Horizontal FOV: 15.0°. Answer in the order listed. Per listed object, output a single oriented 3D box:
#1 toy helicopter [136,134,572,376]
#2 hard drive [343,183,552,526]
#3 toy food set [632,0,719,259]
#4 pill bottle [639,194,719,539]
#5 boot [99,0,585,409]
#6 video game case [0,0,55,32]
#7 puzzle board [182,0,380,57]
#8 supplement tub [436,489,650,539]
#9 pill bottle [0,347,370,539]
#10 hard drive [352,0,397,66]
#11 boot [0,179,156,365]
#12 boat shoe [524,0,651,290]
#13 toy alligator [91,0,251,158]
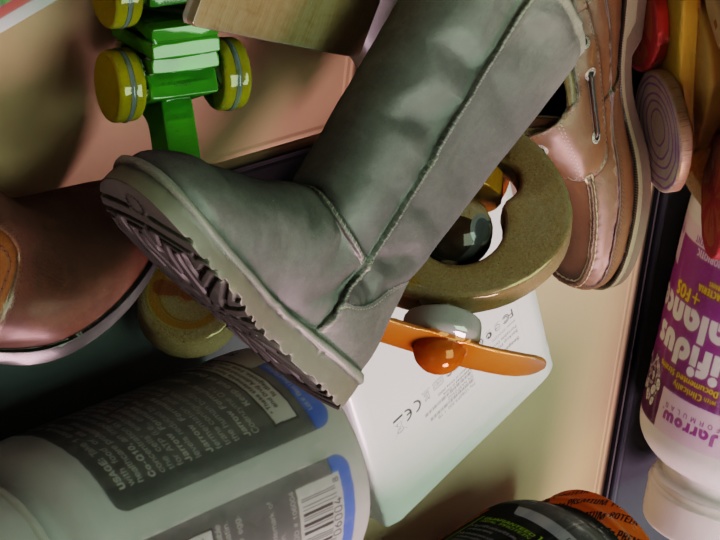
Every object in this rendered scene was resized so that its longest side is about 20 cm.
[{"bbox_3d":[0.000,0.000,1.214,0.200,0.132,0.079,-18,161,-9],"label":"toy helicopter"},{"bbox_3d":[0.030,0.017,1.349,0.132,0.026,0.200,-42,139,-25],"label":"hard drive"},{"bbox_3d":[0.167,-0.110,1.311,0.049,0.200,0.198,-9,119,-15],"label":"toy food set"},{"bbox_3d":[0.217,0.054,1.522,0.112,0.112,0.200,-12,121,-46],"label":"pill bottle"},{"bbox_3d":[0.000,-0.063,1.117,0.200,0.073,0.182,-53,142,-8],"label":"boot"},{"bbox_3d":[-0.148,-0.172,0.985,0.182,0.023,0.200,-32,137,-11],"label":"video game case"},{"bbox_3d":[-0.004,-0.187,1.095,0.151,0.017,0.200,2,110,-65],"label":"puzzle board"},{"bbox_3d":[0.062,0.197,1.418,0.200,0.123,0.123,-27,131,-37],"label":"supplement tub"},{"bbox_3d":[-0.102,0.113,1.179,0.200,0.114,0.114,-20,126,-42],"label":"pill bottle"},{"bbox_3d":[0.012,-0.183,1.189,0.132,0.026,0.200,-53,142,-13],"label":"hard drive"},{"bbox_3d":[-0.153,-0.052,1.045,0.188,0.068,0.200,-19,136,-27],"label":"boot"},{"bbox_3d":[0.095,-0.078,1.339,0.068,0.072,0.200,-21,118,-36],"label":"boat shoe"},{"bbox_3d":[-0.082,-0.126,1.109,0.059,0.054,0.200,-10,112,-26],"label":"toy alligator"}]
